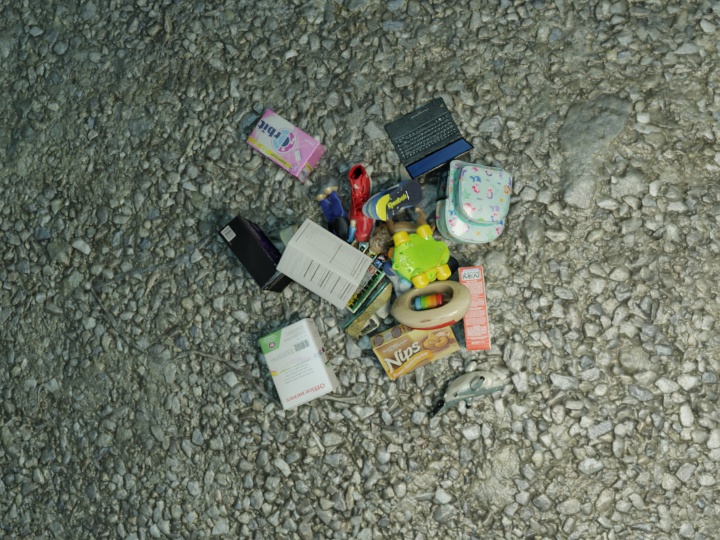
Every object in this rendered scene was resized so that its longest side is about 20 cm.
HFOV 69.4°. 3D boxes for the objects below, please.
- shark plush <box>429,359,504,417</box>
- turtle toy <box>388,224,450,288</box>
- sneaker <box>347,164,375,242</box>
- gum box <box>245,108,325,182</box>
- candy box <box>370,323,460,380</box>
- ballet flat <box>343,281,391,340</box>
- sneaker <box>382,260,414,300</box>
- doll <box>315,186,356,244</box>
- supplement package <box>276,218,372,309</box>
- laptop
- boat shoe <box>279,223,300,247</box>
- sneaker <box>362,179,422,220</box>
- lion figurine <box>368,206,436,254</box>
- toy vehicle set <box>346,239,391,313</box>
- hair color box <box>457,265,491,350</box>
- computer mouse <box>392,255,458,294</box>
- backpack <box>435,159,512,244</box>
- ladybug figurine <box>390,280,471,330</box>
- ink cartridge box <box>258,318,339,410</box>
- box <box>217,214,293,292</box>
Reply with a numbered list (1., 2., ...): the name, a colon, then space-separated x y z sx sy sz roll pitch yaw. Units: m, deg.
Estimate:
1. shark plush: 0.263 0.319 1.308 0.200 0.091 0.083 -40 109 0
2. turtle toy: 0.150 -0.030 1.281 0.199 0.101 0.147 -17 79 -34
3. sneaker: -0.009 -0.183 1.365 0.078 0.116 0.202 -9 71 11
4. gum box: -0.214 -0.353 1.460 0.199 0.066 0.114 35 90 12
5. candy box: 0.139 0.185 1.320 0.199 0.055 0.116 -25 118 8
6. ballet flat: 0.034 0.110 1.346 0.071 0.071 0.200 48 121 11
7. sneaker: 0.114 0.068 1.340 0.088 0.075 0.200 -41 91 17
8. doll: -0.061 -0.115 1.389 0.136 0.048 0.201 -30 76 49
9. supplement package: -0.090 -0.016 1.312 0.199 0.114 0.110 32 134 -1
10. laptop: 0.177 -0.350 1.367 0.176 0.103 0.201 -26 81 7
11. boat shoe: -0.152 -0.039 1.413 0.069 0.074 0.201 -31 76 7
12. sneaker: 0.084 -0.186 1.350 0.082 0.199 0.075 -2 109 47
13. lion figurine: 0.117 -0.104 1.345 0.198 0.123 0.073 -12 126 15
14. toy vehicle set: 0.000 0.000 1.406 0.124 0.027 0.200 38 92 12
15. hair color box: 0.283 0.095 1.300 0.063 0.111 0.202 -4 83 10
16. computer mouse: 0.163 0.015 1.370 0.199 0.034 0.059 -25 81 8
17. backpack: 0.282 -0.165 1.303 0.176 0.151 0.202 8 93 -14
18. ladybug figurine: 0.170 0.090 1.244 0.198 0.072 0.136 -10 38 22
19. ink cartridge box: -0.163 0.247 1.384 0.144 0.084 0.201 -24 80 8
20. box: -0.274 -0.041 1.405 0.079 0.141 0.200 -40 79 2
